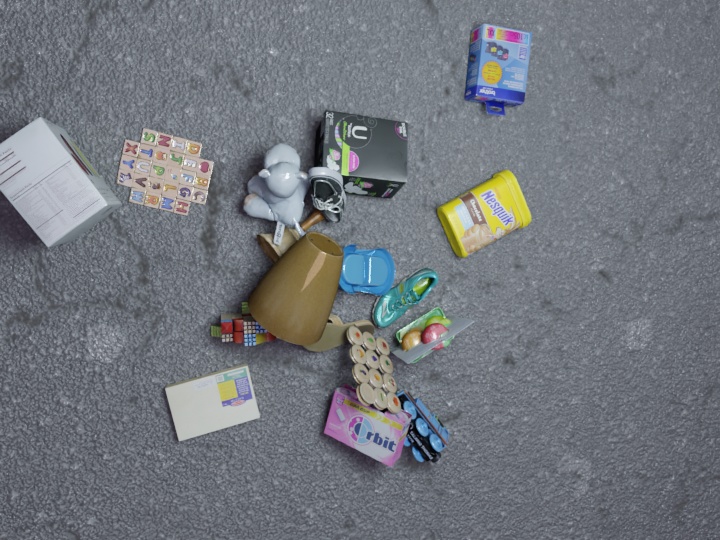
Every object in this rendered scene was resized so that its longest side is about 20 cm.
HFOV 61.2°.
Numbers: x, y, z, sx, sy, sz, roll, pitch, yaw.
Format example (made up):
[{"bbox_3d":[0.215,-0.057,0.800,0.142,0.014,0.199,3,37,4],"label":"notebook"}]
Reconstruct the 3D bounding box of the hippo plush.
[{"bbox_3d":[-0.188,-0.182,1.328,0.156,0.162,0.203,-2,61,1],"label":"hippo plush"}]

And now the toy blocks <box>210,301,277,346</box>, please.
[{"bbox_3d":[-0.243,0.131,1.394,0.196,0.137,0.102,-3,97,-12],"label":"toy blocks"}]

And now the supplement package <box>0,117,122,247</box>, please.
[{"bbox_3d":[-0.621,-0.175,1.244,0.146,0.191,0.201,-37,103,-7],"label":"supplement package"}]

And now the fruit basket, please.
[{"bbox_3d":[0.169,0.166,1.462,0.184,0.200,0.095,-31,101,-9],"label":"fruit basket"}]

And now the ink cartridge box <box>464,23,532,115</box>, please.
[{"bbox_3d":[0.336,-0.484,1.497,0.134,0.076,0.204,4,97,-13],"label":"ink cartridge box"}]

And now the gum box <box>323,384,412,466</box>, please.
[{"bbox_3d":[0.012,0.366,1.462,0.198,0.066,0.115,20,103,21],"label":"gum box"}]

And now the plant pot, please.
[{"bbox_3d":[-0.121,0.024,1.317,0.184,0.187,0.201,25,114,-14],"label":"plant pot"}]

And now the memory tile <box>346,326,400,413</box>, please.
[{"bbox_3d":[0.032,0.232,1.433,0.017,0.202,0.152,-34,139,29],"label":"memory tile"}]

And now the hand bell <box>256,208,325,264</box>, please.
[{"bbox_3d":[-0.136,-0.100,1.434,0.199,0.104,0.105,-40,103,-20],"label":"hand bell"}]

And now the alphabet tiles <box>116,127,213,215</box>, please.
[{"bbox_3d":[-0.440,-0.221,1.377,0.197,0.006,0.169,13,93,-14],"label":"alphabet tiles"}]

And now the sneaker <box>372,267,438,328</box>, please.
[{"bbox_3d":[0.110,0.064,1.499,0.200,0.080,0.078,-42,103,-5],"label":"sneaker"}]

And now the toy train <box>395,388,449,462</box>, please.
[{"bbox_3d":[0.139,0.384,1.522,0.086,0.114,0.201,-36,97,24],"label":"toy train"}]

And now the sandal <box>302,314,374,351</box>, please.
[{"bbox_3d":[-0.069,0.141,1.479,0.209,0.070,0.079,-2,120,-33],"label":"sandal"}]

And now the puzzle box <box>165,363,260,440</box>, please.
[{"bbox_3d":[-0.348,0.312,1.446,0.197,0.025,0.135,-13,99,-12],"label":"puzzle box"}]

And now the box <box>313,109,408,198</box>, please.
[{"bbox_3d":[0.000,-0.263,1.400,0.197,0.124,0.151,6,78,-14],"label":"box"}]

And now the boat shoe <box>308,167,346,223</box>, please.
[{"bbox_3d":[-0.073,-0.161,1.350,0.072,0.200,0.069,2,73,4],"label":"boat shoe"}]

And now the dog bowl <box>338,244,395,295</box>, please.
[{"bbox_3d":[0.000,0.000,1.438,0.198,0.049,0.114,5,86,-45],"label":"dog bowl"}]

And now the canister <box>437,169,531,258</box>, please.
[{"bbox_3d":[0.307,-0.138,1.521,0.198,0.087,0.150,-28,101,-7],"label":"canister"}]
